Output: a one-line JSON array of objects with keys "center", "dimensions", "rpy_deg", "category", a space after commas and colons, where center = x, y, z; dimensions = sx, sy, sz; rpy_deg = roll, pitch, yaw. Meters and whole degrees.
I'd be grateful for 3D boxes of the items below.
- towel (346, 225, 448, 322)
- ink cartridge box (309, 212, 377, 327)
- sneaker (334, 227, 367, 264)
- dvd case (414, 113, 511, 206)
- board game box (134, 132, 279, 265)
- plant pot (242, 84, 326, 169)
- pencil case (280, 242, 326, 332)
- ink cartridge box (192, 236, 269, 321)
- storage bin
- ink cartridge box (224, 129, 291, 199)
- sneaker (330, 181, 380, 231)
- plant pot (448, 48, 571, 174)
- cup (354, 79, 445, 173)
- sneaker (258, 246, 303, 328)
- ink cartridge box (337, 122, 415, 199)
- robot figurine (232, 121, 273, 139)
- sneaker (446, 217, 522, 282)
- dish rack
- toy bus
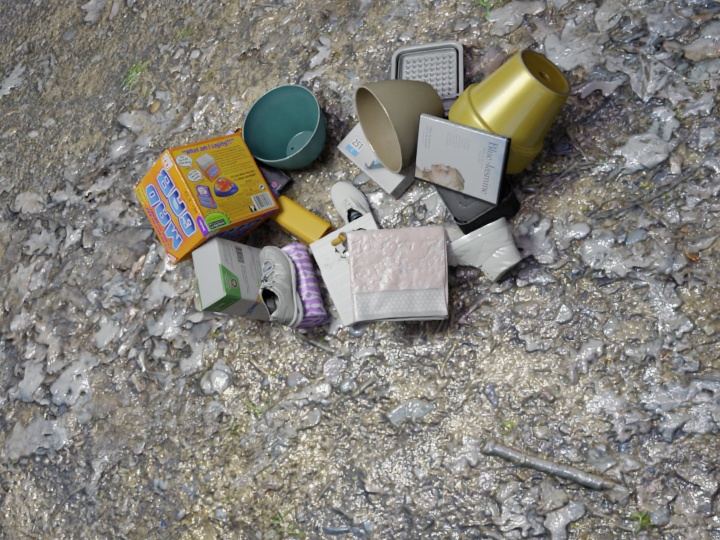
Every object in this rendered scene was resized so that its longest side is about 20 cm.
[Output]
[{"center": [0.076, 0.008, 1.443], "dimensions": [0.199, 0.032, 0.192], "rpy_deg": [-3, 81, -1], "category": "towel"}, {"center": [0.000, 0.000, 1.563], "dimensions": [0.161, 0.050, 0.200], "rpy_deg": [-27, 77, 13], "category": "ink cartridge box"}, {"center": [0.042, -0.016, 1.492], "dimensions": [0.200, 0.066, 0.091], "rpy_deg": [41, 103, 17], "category": "sneaker"}, {"center": [0.199, -0.222, 1.438], "dimensions": [0.200, 0.143, 0.018], "rpy_deg": [23, 38, 28], "category": "dvd case"}, {"center": [-0.350, -0.163, 1.632], "dimensions": [0.200, 0.200, 0.200], "rpy_deg": [-31, 86, 48], "category": "board game box"}, {"center": [-0.161, -0.321, 1.717], "dimensions": [0.200, 0.135, 0.201], "rpy_deg": [-8, 69, 20], "category": "plant pot"}, {"center": [-0.137, 0.034, 1.612], "dimensions": [0.085, 0.084, 0.200], "rpy_deg": [-12, 63, -14], "category": "pencil case"}, {"center": [-0.263, 0.023, 1.602], "dimensions": [0.084, 0.200, 0.145], "rpy_deg": [-30, 62, 30], "category": "ink cartridge box"}, {"center": [0.232, -0.186, 1.528], "dimensions": [0.135, 0.094, 0.200], "rpy_deg": [-32, 64, 10], "category": "storage bin"}, {"center": [-0.273, -0.247, 1.750], "dimensions": [0.200, 0.037, 0.095], "rpy_deg": [40, 90, 3], "category": "ink cartridge box"}, {"center": [-0.012, -0.134, 1.626], "dimensions": [0.073, 0.071, 0.200], "rpy_deg": [-39, 62, 7], "category": "sneaker"}, {"center": [0.311, -0.329, 1.444], "dimensions": [0.189, 0.200, 0.201], "rpy_deg": [-49, 54, 41], "category": "plant pot"}, {"center": [0.096, -0.331, 1.549], "dimensions": [0.143, 0.200, 0.200], "rpy_deg": [-28, 61, -13], "category": "cup"}, {"center": [-0.184, 0.028, 1.550], "dimensions": [0.075, 0.082, 0.200], "rpy_deg": [-43, 56, 31], "category": "sneaker"}, {"center": [0.071, -0.289, 1.660], "dimensions": [0.176, 0.045, 0.200], "rpy_deg": [-47, 61, 3], "category": "ink cartridge box"}, {"center": [-0.308, -0.281, 1.809], "dimensions": [0.145, 0.058, 0.200], "rpy_deg": [37, 88, 26], "category": "robot figurine"}, {"center": [0.234, -0.017, 1.478], "dimensions": [0.200, 0.074, 0.116], "rpy_deg": [-27, 90, 38], "category": "sneaker"}, {"center": [0.157, -0.431, 1.666], "dimensions": [0.171, 0.044, 0.201], "rpy_deg": [-3, 71, 17], "category": "dish rack"}, {"center": [-0.115, -0.093, 1.647], "dimensions": [0.200, 0.078, 0.065], "rpy_deg": [33, 78, 29], "category": "toy bus"}]
